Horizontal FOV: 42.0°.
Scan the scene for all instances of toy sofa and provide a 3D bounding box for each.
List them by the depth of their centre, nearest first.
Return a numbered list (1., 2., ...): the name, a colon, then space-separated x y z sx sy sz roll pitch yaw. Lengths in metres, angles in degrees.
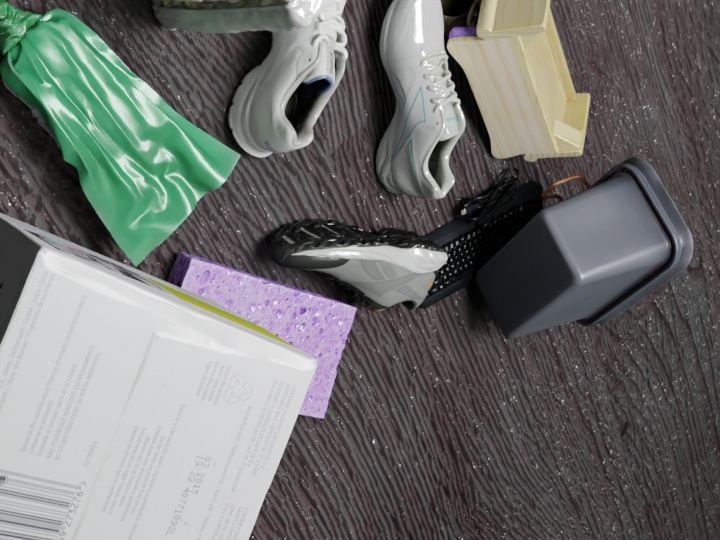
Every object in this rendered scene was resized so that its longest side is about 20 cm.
1. toy sofa: 0.161 -0.201 0.934 0.200 0.096 0.084 54 43 -50

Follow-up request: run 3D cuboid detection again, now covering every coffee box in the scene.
1. coffee box: -0.185 0.096 0.635 0.199 0.197 0.202 24 87 -33

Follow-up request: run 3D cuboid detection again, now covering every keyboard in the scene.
1. keyboard: 0.136 -0.037 1.001 0.199 0.039 0.105 -29 121 -33

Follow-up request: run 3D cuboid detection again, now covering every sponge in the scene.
1. sponge: -0.093 0.063 0.835 0.199 0.030 0.113 19 90 -43

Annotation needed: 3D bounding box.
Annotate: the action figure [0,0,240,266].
1. action figure: -0.192 -0.114 0.680 0.118 0.054 0.200 -50 122 -17

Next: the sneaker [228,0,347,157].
1. sneaker: -0.039 -0.186 0.771 0.074 0.087 0.202 14 92 -41

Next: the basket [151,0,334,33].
1. basket: -0.063 -0.286 0.647 0.200 0.197 0.162 -44 125 -22

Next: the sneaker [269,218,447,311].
1. sneaker: 0.000 0.000 0.873 0.199 0.074 0.080 8 106 -41

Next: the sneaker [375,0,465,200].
1. sneaker: 0.064 -0.161 0.863 0.070 0.080 0.203 -18 119 -35

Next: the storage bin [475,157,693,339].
1. storage bin: 0.213 -0.018 0.969 0.133 0.200 0.147 -17 73 -28

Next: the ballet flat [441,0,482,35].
1. ballet flat: 0.065 -0.276 0.862 0.199 0.046 0.068 31 83 -42
